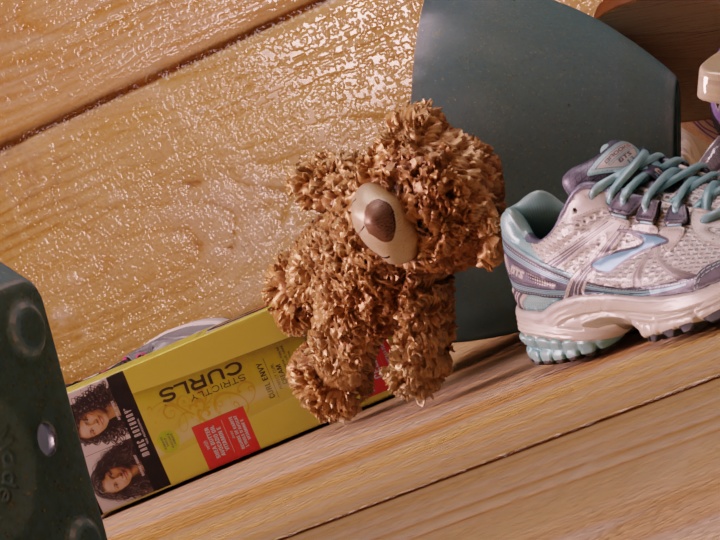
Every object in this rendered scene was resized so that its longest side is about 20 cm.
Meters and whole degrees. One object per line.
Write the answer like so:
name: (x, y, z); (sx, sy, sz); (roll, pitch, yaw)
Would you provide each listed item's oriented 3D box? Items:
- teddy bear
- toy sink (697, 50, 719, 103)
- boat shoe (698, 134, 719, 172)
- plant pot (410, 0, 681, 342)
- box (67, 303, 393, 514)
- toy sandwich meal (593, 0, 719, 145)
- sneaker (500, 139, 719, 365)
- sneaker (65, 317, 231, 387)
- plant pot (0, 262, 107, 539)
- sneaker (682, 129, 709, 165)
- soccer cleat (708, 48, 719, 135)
teddy bear: (0.000, 0.000, 1.145); (0.066, 0.146, 0.200); (2, -12, -29)
toy sink: (0.252, -0.126, 0.939); (0.199, 0.113, 0.130); (10, 20, 26)
boat shoe: (0.234, -0.052, 1.175); (0.199, 0.072, 0.071); (-29, -19, -34)
plant pot: (0.107, -0.060, 1.252); (0.134, 0.202, 0.200); (0, 7, 11)
box: (-0.073, 0.067, 1.263); (0.199, 0.076, 0.050); (-22, 4, 3)
toy sandwich meal: (0.224, -0.114, 1.299); (0.205, 0.205, 0.070); (-20, 32, 51)
sneaker: (0.127, -0.016, 0.997); (0.077, 0.087, 0.199); (-24, 3, -40)
sneaker: (-0.163, 0.091, 1.388); (0.199, 0.084, 0.121); (-30, -5, 15)
plant pot: (-0.208, 0.085, 0.830); (0.199, 0.198, 0.196); (-11, 8, 28)
sneaker: (0.194, -0.051, 1.497); (0.080, 0.077, 0.200); (-10, 16, 39)
soccer cleat: (0.200, -0.081, 1.069); (0.068, 0.074, 0.200); (-6, 29, 7)
